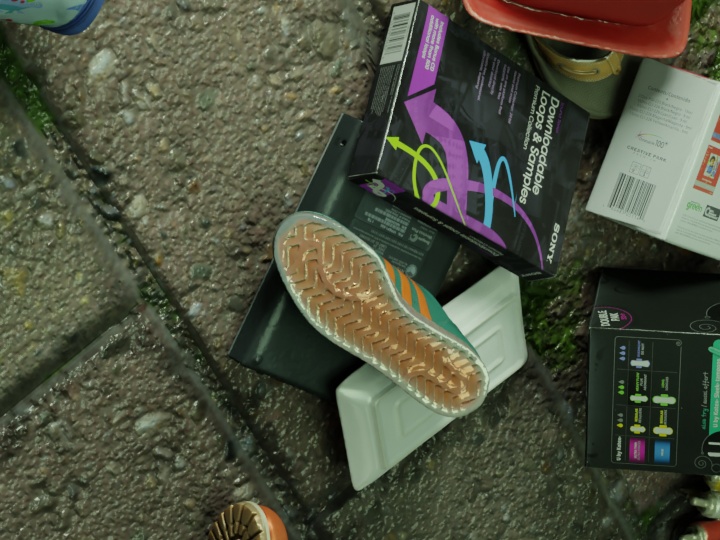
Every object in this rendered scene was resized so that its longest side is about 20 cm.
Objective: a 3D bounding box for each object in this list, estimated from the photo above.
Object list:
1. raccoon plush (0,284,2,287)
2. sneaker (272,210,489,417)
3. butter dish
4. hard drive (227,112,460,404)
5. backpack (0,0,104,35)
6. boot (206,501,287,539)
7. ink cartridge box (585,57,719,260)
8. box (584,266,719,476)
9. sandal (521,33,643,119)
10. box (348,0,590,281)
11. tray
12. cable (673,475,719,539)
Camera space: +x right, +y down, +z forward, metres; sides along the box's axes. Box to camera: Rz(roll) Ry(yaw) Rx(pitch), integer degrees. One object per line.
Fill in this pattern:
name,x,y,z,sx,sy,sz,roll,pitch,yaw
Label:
raccoon plush,-0.329,0.035,1.431,0.134,0.097,0.200,7,132,-49
sneaker,0.009,0.027,1.611,0.071,0.080,0.200,-45,107,5
butter dish,0.186,-0.269,1.581,0.199,0.148,0.200,8,82,-24
hard drive,0.000,0.000,1.651,0.140,0.033,0.200,25,91,-38
backpack,-0.193,-0.247,1.341,0.147,0.183,0.200,6,108,-34
boot,-0.062,0.252,1.678,0.107,0.075,0.200,-19,124,-32
ink cartridge box,0.296,-0.098,1.768,0.200,0.084,0.176,16,96,-48
box,0.282,0.080,1.744,0.200,0.149,0.124,3,109,10
sandal,0.168,-0.186,1.686,0.082,0.055,0.200,-45,129,-13
box,0.086,-0.094,1.646,0.200,0.036,0.143,29,67,-39
tray,0.064,0.082,1.702,0.200,0.022,0.107,-35,134,-31
cable,0.352,0.216,1.955,0.200,0.050,0.097,6,104,-34
